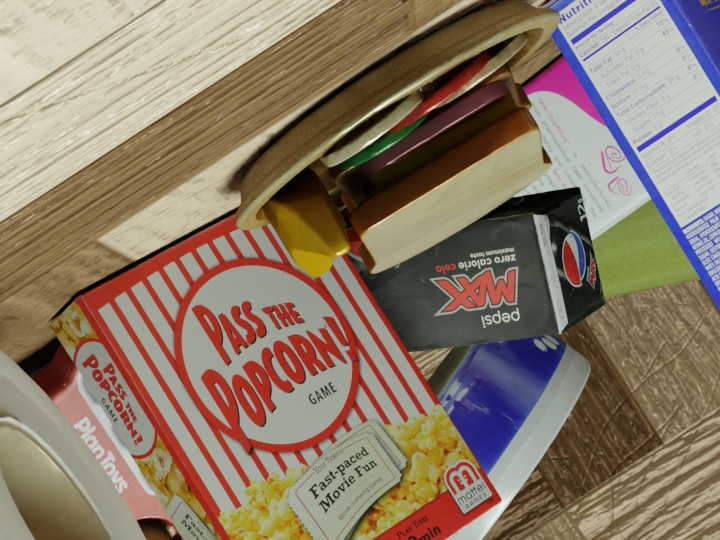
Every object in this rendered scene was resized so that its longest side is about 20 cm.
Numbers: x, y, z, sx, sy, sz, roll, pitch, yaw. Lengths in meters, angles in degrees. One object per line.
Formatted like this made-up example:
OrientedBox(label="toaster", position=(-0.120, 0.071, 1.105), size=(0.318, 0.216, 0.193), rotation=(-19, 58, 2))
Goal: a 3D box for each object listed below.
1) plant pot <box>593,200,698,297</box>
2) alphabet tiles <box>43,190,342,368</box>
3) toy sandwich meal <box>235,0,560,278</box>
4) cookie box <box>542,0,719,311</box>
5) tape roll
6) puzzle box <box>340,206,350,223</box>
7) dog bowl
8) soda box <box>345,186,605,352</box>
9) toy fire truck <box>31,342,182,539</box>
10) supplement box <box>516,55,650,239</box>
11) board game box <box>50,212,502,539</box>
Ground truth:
OrientedBox(label="plant pot", position=(0.238, -0.059, 2.024), size=(0.189, 0.201, 0.200), rotation=(-20, 179, 15))
OrientedBox(label="alphabet tiles", position=(-0.089, 0.004, 1.367), size=(0.199, 0.006, 0.166), rotation=(-33, 176, 2))
OrientedBox(label="toy sandwich meal", position=(0.028, -0.054, 1.144), size=(0.204, 0.071, 0.205), rotation=(-33, 176, -3))
OrientedBox(label="cookie box", position=(0.200, -0.080, 1.248), size=(0.075, 0.201, 0.171), rotation=(-33, 175, 30))
OrientedBox(label="tape roll", position=(-0.151, 0.125, 1.005), size=(0.071, 0.203, 0.202), rotation=(-33, 176, 7))
OrientedBox(label="puzzle box", position=(0.000, 0.000, 1.434), size=(0.200, 0.025, 0.134), rotation=(-37, -155, 40))
OrientedBox(label="dog bowl", position=(0.067, 0.120, 1.607), size=(0.201, 0.079, 0.200), rotation=(-54, 180, 0))
OrientedBox(label="soda box", position=(0.028, 0.006, 1.294), size=(0.199, 0.071, 0.063), rotation=(-9, -170, 31))
OrientedBox(label="toy fire truck", position=(-0.148, 0.138, 1.301), size=(0.168, 0.201, 0.112), rotation=(-37, -143, -9))
OrientedBox(label="supplement box", position=(0.129, -0.067, 1.523), size=(0.200, 0.102, 0.103), rotation=(-36, 174, 41))
OrientedBox(label="board game box", position=(-0.042, 0.074, 1.208), size=(0.151, 0.201, 0.046), rotation=(-30, 175, -35))
